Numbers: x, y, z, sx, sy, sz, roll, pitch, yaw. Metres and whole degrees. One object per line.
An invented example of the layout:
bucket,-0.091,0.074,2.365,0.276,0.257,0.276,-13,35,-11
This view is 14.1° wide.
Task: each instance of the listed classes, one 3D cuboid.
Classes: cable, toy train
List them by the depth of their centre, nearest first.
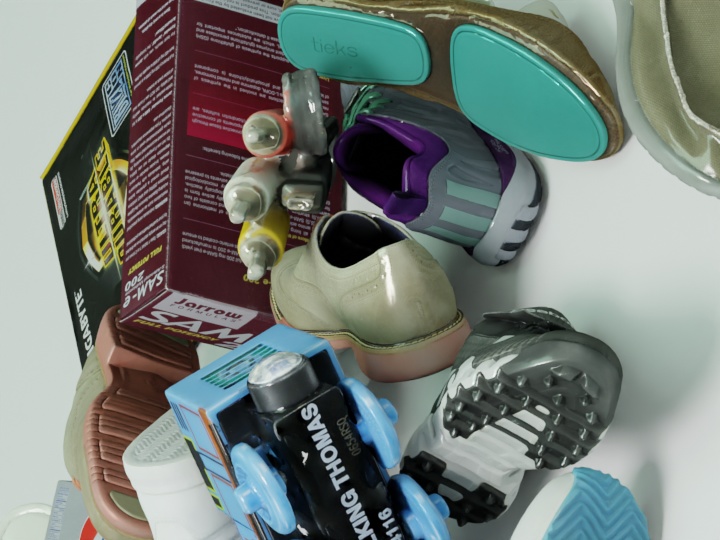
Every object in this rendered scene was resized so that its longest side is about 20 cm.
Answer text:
toy train,-0.011,0.122,1.341,0.201,0.086,0.114,65,163,-18
cable,-0.038,-0.063,1.458,0.200,0.050,0.098,-83,-4,-76

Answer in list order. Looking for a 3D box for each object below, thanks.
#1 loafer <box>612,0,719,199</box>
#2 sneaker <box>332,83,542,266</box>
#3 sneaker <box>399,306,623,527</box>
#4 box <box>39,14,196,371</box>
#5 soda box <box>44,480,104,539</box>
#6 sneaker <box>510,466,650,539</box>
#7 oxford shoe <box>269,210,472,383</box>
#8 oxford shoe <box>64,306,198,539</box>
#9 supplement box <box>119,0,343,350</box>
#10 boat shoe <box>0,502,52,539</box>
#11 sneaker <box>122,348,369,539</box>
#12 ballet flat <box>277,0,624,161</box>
loafer,0.152,-0.110,1.259,0.070,0.075,0.201,-56,34,39
sneaker,0.017,-0.075,1.466,0.075,0.087,0.200,-66,31,16
sneaker,0.073,0.048,1.306,0.091,0.066,0.200,-65,5,-23
box,-0.126,-0.041,1.744,0.160,0.049,0.200,-53,36,31
soda box,-0.103,0.155,1.593,0.200,0.068,0.064,-2,75,60
sneaker,0.065,0.178,1.278,0.081,0.076,0.201,26,100,55
oxford shoe,0.000,0.000,1.448,0.200,0.071,0.074,18,128,65
oxford shoe,-0.121,0.097,1.530,0.074,0.071,0.200,-61,13,23
supplement box,-0.068,-0.060,1.588,0.061,0.108,0.201,-33,49,52
boat shoe,-0.185,0.241,1.727,0.062,0.072,0.201,53,-146,-71
sneaker,-0.043,0.107,1.463,0.073,0.200,0.116,-4,110,34
ballet flat,0.054,-0.109,1.417,0.199,0.072,0.068,17,130,32
